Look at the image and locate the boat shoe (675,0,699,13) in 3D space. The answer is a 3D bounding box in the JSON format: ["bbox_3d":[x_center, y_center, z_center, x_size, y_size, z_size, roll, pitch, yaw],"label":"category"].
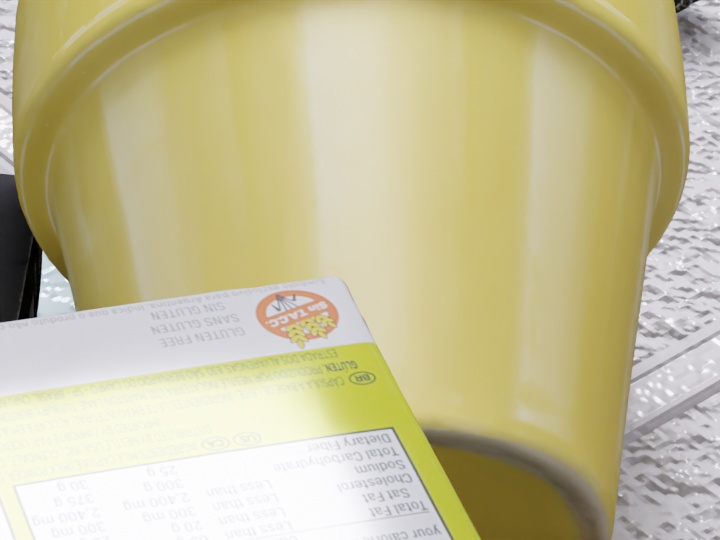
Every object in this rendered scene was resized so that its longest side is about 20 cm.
[{"bbox_3d":[0.047,-0.105,1.008,0.199,0.071,0.064,2,70,-21],"label":"boat shoe"}]

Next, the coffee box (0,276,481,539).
[{"bbox_3d":[-0.074,0.148,0.543,0.199,0.200,0.198,-8,41,-21],"label":"coffee box"}]

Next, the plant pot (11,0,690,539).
[{"bbox_3d":[0.000,0.000,0.767,0.200,0.201,0.189,2,53,-8],"label":"plant pot"}]

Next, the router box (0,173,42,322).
[{"bbox_3d":[-0.199,0.028,0.795,0.199,0.052,0.157,6,38,-3],"label":"router box"}]
